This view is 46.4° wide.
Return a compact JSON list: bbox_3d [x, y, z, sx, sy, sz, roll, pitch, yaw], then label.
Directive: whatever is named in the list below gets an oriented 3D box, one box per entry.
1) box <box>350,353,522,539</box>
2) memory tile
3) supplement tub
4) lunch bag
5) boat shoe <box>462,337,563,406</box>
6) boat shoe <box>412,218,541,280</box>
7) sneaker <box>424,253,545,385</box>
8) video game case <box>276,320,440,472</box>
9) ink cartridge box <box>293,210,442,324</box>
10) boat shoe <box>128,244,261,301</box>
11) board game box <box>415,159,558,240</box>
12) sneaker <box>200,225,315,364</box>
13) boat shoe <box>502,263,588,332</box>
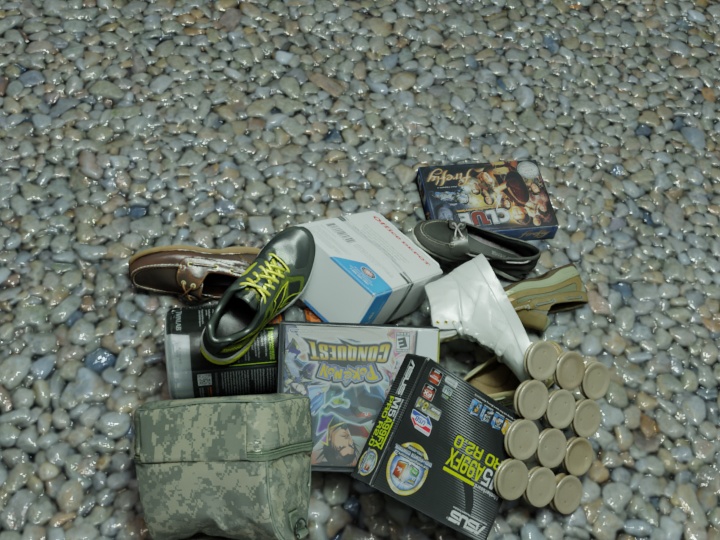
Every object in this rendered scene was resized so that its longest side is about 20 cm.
[{"bbox_3d":[0.103,0.215,1.008,0.200,0.044,0.161,35,73,-29],"label":"box"},{"bbox_3d":[0.243,0.199,1.059,0.153,0.017,0.201,20,82,-30],"label":"memory tile"},{"bbox_3d":[-0.150,0.102,1.093,0.198,0.123,0.123,-4,58,-10],"label":"supplement tub"},{"bbox_3d":[-0.156,0.230,0.966,0.199,0.139,0.169,-6,81,23],"label":"lunch bag"},{"bbox_3d":[0.205,0.146,1.146,0.199,0.063,0.073,-27,63,-23],"label":"boat shoe"},{"bbox_3d":[0.173,-0.042,1.231,0.199,0.057,0.067,18,49,-20],"label":"boat shoe"},{"bbox_3d":[0.157,0.087,1.119,0.115,0.074,0.201,-26,62,1],"label":"sneaker"},{"bbox_3d":[-0.004,0.156,1.033,0.198,0.026,0.182,2,91,-3],"label":"video game case"},{"bbox_3d":[0.000,0.000,1.146,0.146,0.086,0.200,41,26,19],"label":"ink cartridge box"},{"bbox_3d":[-0.223,0.008,1.175,0.198,0.071,0.071,-3,54,-9],"label":"boat shoe"},{"bbox_3d":[0.198,-0.107,1.325,0.198,0.035,0.136,-5,58,-11],"label":"board game box"},{"bbox_3d":[-0.116,0.027,1.009,0.074,0.085,0.201,34,75,0],"label":"sneaker"},{"bbox_3d":[0.247,0.054,1.211,0.199,0.072,0.077,-20,74,-19],"label":"boat shoe"}]
